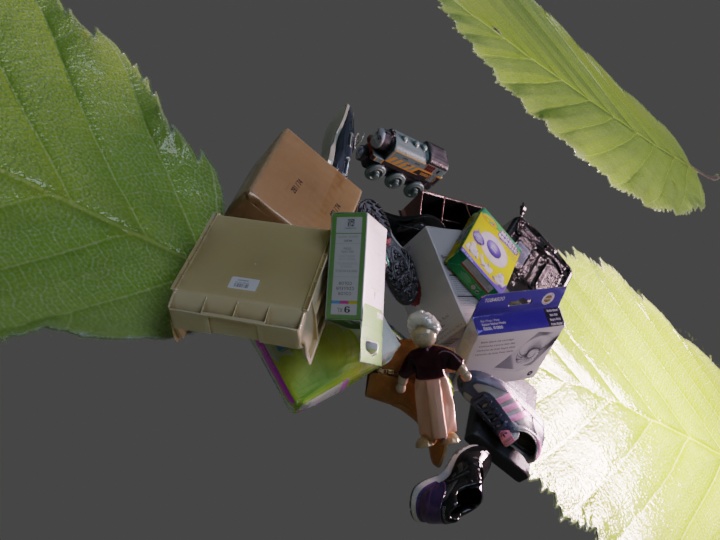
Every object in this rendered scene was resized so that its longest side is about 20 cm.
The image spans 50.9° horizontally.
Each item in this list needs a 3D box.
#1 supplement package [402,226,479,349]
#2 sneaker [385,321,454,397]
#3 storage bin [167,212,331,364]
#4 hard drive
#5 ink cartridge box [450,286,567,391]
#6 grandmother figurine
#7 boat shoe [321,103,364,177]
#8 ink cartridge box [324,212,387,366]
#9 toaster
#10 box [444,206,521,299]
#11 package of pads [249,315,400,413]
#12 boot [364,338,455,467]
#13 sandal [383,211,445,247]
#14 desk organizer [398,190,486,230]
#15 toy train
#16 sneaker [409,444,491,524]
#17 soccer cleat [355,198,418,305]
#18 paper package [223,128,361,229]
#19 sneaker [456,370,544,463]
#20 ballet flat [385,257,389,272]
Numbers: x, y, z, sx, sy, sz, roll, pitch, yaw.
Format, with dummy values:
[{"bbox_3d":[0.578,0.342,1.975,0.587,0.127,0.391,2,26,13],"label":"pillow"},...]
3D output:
[{"bbox_3d":[0.155,0.040,1.394,0.118,0.121,0.204,3,57,-43],"label":"supplement package"},{"bbox_3d":[0.080,0.147,1.292,0.199,0.074,0.082,43,25,-14],"label":"sneaker"},{"bbox_3d":[-0.143,0.024,1.064,0.194,0.095,0.201,8,43,9],"label":"storage bin"},{"bbox_3d":[0.262,0.264,1.389,0.139,0.033,0.202,38,40,-14],"label":"hard drive"},{"bbox_3d":[0.261,0.122,1.326,0.194,0.203,0.041,-5,43,-26],"label":"ink cartridge box"},{"bbox_3d":[0.110,0.162,1.160,0.061,0.118,0.206,-41,121,-87],"label":"grandmother figurine"},{"bbox_3d":[-0.036,-0.243,1.473,0.061,0.075,0.204,28,45,-20],"label":"boat shoe"},{"bbox_3d":[-0.006,0.029,1.071,0.104,0.058,0.206,31,60,-70],"label":"ink cartridge box"},{"bbox_3d":[0.326,0.007,1.561,0.181,0.118,0.201,43,58,-8],"label":"toaster"},{"bbox_3d":[0.233,-0.033,1.399,0.118,0.048,0.201,46,35,-8],"label":"box"},{"bbox_3d":[-0.053,0.104,1.136,0.197,0.068,0.157,-27,77,-25],"label":"package of pads"},{"bbox_3d":[0.076,0.212,1.223,0.139,0.071,0.208,4,94,-3],"label":"boot"},{"bbox_3d":[0.086,-0.068,1.450,0.196,0.077,0.048,3,34,-32],"label":"sandal"},{"bbox_3d":[0.180,-0.099,1.563,0.196,0.077,0.073,9,53,-39],"label":"desk organizer"},{"bbox_3d":[0.087,-0.226,1.545,0.196,0.114,0.087,19,47,-32],"label":"toy train"},{"bbox_3d":[0.167,0.341,1.181,0.198,0.086,0.078,-25,105,-46],"label":"sneaker"},{"bbox_3d":[0.039,-0.029,1.366,0.067,0.073,0.204,-30,93,-31],"label":"soccer cleat"},{"bbox_3d":[-0.111,-0.102,1.268,0.189,0.103,0.202,38,40,-16],"label":"paper package"},{"bbox_3d":[0.244,0.252,1.301,0.198,0.070,0.083,36,38,-13],"label":"sneaker"},{"bbox_3d":[0.000,0.000,1.277,0.071,0.200,0.075,1,84,-6],"label":"ballet flat"}]
